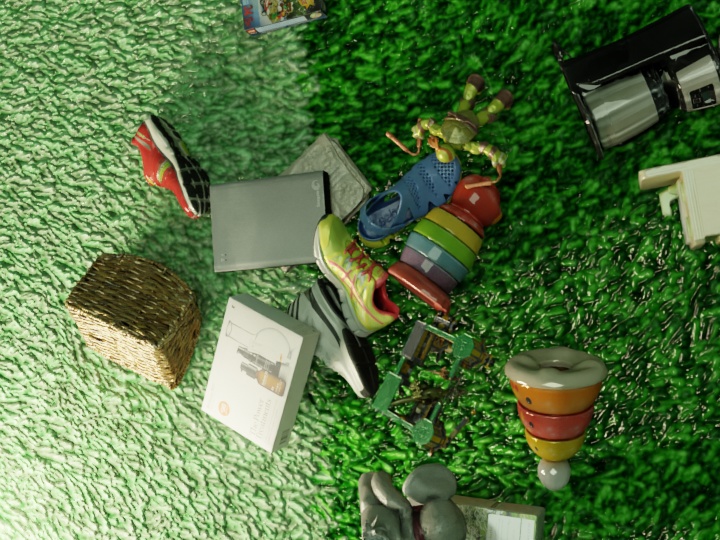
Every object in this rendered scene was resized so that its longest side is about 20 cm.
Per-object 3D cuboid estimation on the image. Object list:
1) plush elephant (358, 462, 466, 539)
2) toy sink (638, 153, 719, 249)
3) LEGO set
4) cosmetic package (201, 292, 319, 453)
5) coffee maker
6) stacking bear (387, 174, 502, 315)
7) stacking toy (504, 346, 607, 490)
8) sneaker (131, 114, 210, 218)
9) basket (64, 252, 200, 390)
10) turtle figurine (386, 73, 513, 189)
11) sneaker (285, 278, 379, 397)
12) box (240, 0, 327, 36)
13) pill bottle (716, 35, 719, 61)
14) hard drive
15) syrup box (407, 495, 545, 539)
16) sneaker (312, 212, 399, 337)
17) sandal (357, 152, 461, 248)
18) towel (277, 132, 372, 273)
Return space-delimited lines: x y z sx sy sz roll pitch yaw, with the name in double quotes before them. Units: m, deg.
"plush elephant" 0.079 0.354 1.363 0.152 0.200 0.168 -7 79 0
"toy sink" 0.491 -0.094 1.356 0.196 0.130 0.114 -10 84 15
"LEGO set" 0.120 0.172 1.453 0.152 0.115 0.203 12 78 42
"cosmetic package" -0.159 0.158 1.543 0.149 0.051 0.203 26 110 28
"coffee maker" 0.392 -0.286 1.395 0.197 0.135 0.195 -23 80 13
"stacking bear" 0.139 -0.050 1.476 0.113 0.121 0.201 34 87 8
"stacking toy" 0.280 0.222 1.417 0.143 0.146 0.204 1 102 16
"sneaker" -0.315 -0.161 1.641 0.085 0.077 0.202 -39 70 22
"basket" -0.362 0.075 1.638 0.197 0.150 0.144 22 60 17
"turtle figurine" 0.146 -0.219 1.473 0.198 0.065 0.162 24 66 27
"sneaker" -0.054 0.126 1.546 0.115 0.075 0.203 -35 70 21
"box" -0.135 -0.499 1.615 0.134 0.038 0.204 -10 84 16
"pill bottle" 0.536 -0.301 1.317 0.114 0.200 0.118 -1 87 16
"hard drive" -0.140 -0.076 1.562 0.196 0.033 0.142 -5 86 17
"syrup box" 0.166 0.379 1.451 0.196 0.081 0.080 4 87 19
"sneaker" 0.000 0.000 1.497 0.089 0.078 0.202 -14 110 36
"sandal" 0.071 -0.108 1.506 0.199 0.087 0.080 -41 75 9
"towel" -0.084 -0.110 1.580 0.199 0.034 0.133 -40 76 12
